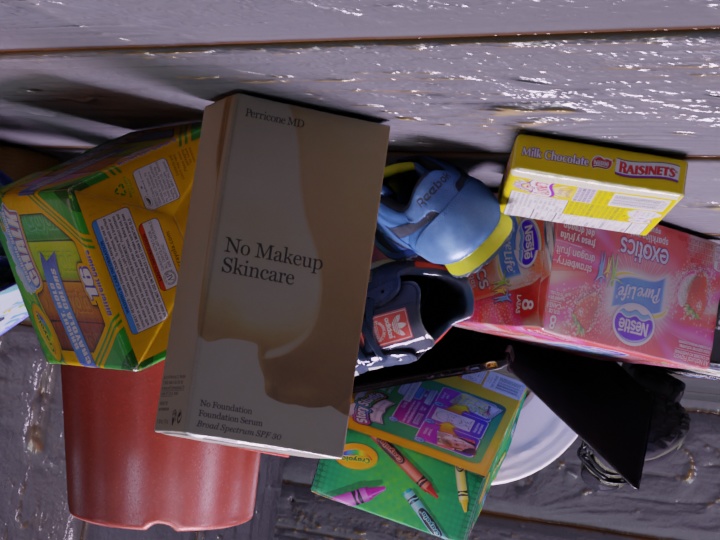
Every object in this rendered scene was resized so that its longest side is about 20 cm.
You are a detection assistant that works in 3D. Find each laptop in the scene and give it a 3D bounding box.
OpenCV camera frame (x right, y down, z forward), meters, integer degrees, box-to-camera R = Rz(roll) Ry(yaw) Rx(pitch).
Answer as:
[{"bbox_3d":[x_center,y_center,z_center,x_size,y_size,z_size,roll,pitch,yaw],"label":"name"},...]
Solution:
[{"bbox_3d":[0.106,0.091,1.744,0.198,0.117,0.187,-10,-165,14],"label":"laptop"}]

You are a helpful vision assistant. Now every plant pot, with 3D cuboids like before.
[{"bbox_3d":[-0.153,0.096,1.834,0.199,0.197,0.201,3,-175,0],"label":"plant pot"}]

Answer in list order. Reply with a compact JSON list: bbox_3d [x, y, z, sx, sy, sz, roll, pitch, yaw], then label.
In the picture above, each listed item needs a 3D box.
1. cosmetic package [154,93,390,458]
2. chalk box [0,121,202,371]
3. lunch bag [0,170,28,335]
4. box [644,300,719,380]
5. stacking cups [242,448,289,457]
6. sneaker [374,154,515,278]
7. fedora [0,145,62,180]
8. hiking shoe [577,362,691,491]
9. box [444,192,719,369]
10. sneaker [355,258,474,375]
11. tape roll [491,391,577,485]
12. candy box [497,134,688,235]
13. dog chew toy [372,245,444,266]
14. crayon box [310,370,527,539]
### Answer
[{"bbox_3d":[-0.052,0.005,1.377,0.104,0.202,0.071,9,174,-19],"label":"cosmetic package"},{"bbox_3d":[-0.157,-0.016,1.524,0.123,0.125,0.200,-26,-169,-27],"label":"chalk box"},{"bbox_3d":[-0.317,-0.003,1.657,0.170,0.128,0.199,-32,139,28],"label":"lunch bag"},{"bbox_3d":[0.309,0.042,1.816,0.199,0.087,0.164,6,174,28],"label":"box"},{"bbox_3d":[-0.047,0.025,1.591,0.060,0.202,0.061,8,173,1],"label":"stacking cups"},{"bbox_3d":[0.034,-0.049,1.514,0.078,0.066,0.200,45,173,-16],"label":"sneaker"},{"bbox_3d":[-0.286,-0.054,1.802,0.199,0.083,0.201,4,179,0],"label":"fedora"},{"bbox_3d":[0.216,0.141,1.873,0.075,0.101,0.200,24,-163,8],"label":"hiking shoe"},{"bbox_3d":[0.159,0.008,1.651,0.102,0.096,0.199,3,173,43],"label":"box"},{"bbox_3d":[-0.005,0.039,1.519,0.084,0.076,0.199,2,-157,47],"label":"sneaker"},{"bbox_3d":[0.094,0.071,1.869,0.201,0.204,0.071,8,176,5],"label":"tape roll"},{"bbox_3d":[0.138,-0.050,1.427,0.101,0.027,0.200,11,175,1],"label":"candy box"},{"bbox_3d":[0.000,0.000,1.728,0.199,0.126,0.124,-3,-179,-30],"label":"dog chew toy"},{"bbox_3d":[0.047,0.121,1.720,0.118,0.059,0.200,19,-160,8],"label":"crayon box"}]
